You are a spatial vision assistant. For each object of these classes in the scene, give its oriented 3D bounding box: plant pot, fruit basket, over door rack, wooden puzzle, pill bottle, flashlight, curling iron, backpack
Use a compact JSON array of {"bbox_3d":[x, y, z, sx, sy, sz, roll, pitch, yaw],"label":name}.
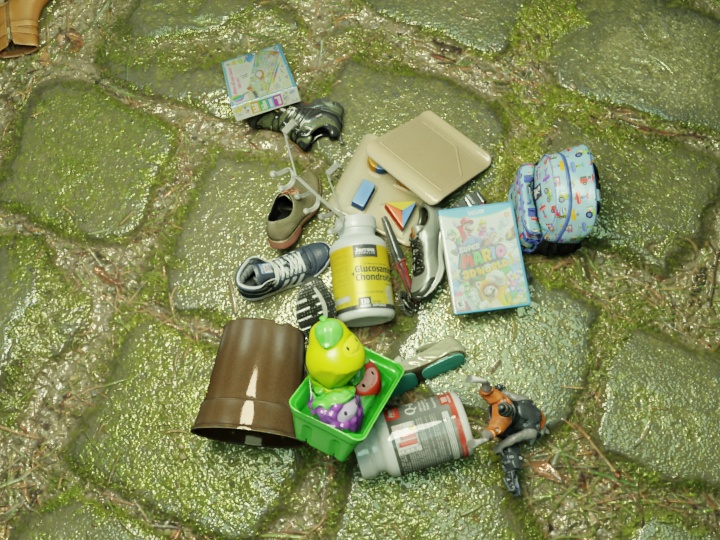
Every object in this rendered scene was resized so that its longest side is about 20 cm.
[{"bbox_3d":[-0.182,0.199,1.174,0.200,0.200,0.198,5,68,4],"label":"plant pot"},{"bbox_3d":[-0.024,0.175,1.085,0.155,0.216,0.216,24,77,12],"label":"fruit basket"},{"bbox_3d":[-0.100,-0.172,1.262,0.067,0.148,0.200,-31,39,24],"label":"over door rack"},{"bbox_3d":[0.056,-0.169,1.330,0.200,0.046,0.185,25,78,9],"label":"wooden puzzle"},{"bbox_3d":[0.089,0.294,1.164,0.200,0.116,0.116,-16,74,-2],"label":"pill bottle"},{"bbox_3d":[0.257,-0.058,1.284,0.068,0.068,0.200,-32,80,-8],"label":"flashlight"},{"bbox_3d":[0.000,0.000,1.252,0.112,0.112,0.200,-7,75,1],"label":"pill bottle"},{"bbox_3d":[0.075,-0.010,1.275,0.026,0.050,0.200,-17,82,32],"label":"curling iron"},{"bbox_3d":[0.137,-0.225,1.316,0.185,0.037,0.200,41,54,17],"label":"wooden puzzle"},{"bbox_3d":[0.361,-0.132,1.223,0.134,0.200,0.183,-1,75,0],"label":"backpack"}]

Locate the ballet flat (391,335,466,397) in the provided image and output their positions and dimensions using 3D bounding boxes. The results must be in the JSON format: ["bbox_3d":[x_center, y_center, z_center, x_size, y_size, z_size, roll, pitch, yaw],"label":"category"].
[{"bbox_3d":[0.100,0.180,1.233,0.200,0.067,0.062,-21,47,-7],"label":"ballet flat"}]

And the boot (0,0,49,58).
[{"bbox_3d":[-0.731,-0.565,1.462,0.200,0.077,0.155,-18,73,1],"label":"boot"}]

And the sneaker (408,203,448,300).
[{"bbox_3d":[0.121,-0.036,1.265,0.079,0.074,0.200,23,68,-23],"label":"sneaker"}]

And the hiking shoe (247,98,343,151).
[{"bbox_3d":[-0.133,-0.298,1.360,0.200,0.076,0.101,-3,71,1],"label":"hiking shoe"}]

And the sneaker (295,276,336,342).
[{"bbox_3d":[-0.076,0.099,1.204,0.074,0.080,0.200,-13,114,-6],"label":"sneaker"}]

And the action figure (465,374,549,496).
[{"bbox_3d":[0.260,0.275,1.134,0.105,0.193,0.200,-31,55,38],"label":"action figure"}]

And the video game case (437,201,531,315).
[{"bbox_3d":[0.229,-0.024,1.231,0.143,0.018,0.200,-7,78,-1],"label":"video game case"}]

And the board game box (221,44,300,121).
[{"bbox_3d":[-0.208,-0.391,1.363,0.134,0.034,0.200,-18,45,-2],"label":"board game box"}]

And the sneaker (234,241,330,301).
[{"bbox_3d":[-0.147,-0.006,1.263,0.200,0.109,0.070,-26,75,-4],"label":"sneaker"}]

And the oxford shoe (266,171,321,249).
[{"bbox_3d":[-0.127,-0.135,1.290,0.070,0.075,0.200,8,51,15],"label":"oxford shoe"}]
